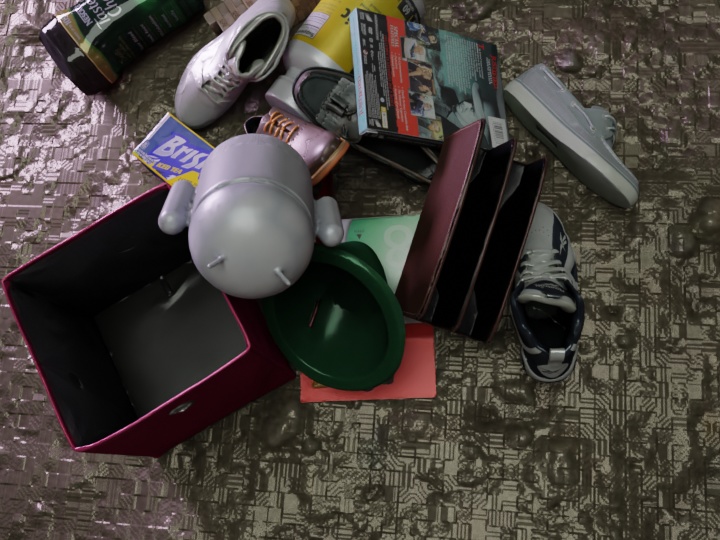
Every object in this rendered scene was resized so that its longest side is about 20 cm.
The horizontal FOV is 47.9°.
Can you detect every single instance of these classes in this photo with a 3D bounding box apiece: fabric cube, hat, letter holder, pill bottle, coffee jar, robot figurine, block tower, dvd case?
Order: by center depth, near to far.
[{"bbox_3d":[-0.100,-0.052,0.756,0.168,0.114,0.201,1,34,-6],"label":"robot figurine"},{"bbox_3d":[0.117,-0.036,0.819,0.100,0.142,0.202,19,87,-8],"label":"letter holder"},{"bbox_3d":[-0.211,0.065,0.856,0.195,0.199,0.201,-30,73,-1],"label":"fabric cube"},{"bbox_3d":[0.000,0.000,0.884,0.164,0.202,0.176,7,32,23],"label":"hat"},{"bbox_3d":[0.081,-0.207,0.913,0.198,0.022,0.148,3,73,-30],"label":"dvd case"},{"bbox_3d":[-0.022,-0.258,0.956,0.111,0.111,0.201,35,84,15],"label":"pill bottle"},{"bbox_3d":[-0.095,-0.345,1.019,0.199,0.054,0.058,-34,73,0],"label":"block tower"},{"bbox_3d":[-0.303,-0.319,1.027,0.200,0.085,0.104,-41,74,-3],"label":"coffee jar"}]

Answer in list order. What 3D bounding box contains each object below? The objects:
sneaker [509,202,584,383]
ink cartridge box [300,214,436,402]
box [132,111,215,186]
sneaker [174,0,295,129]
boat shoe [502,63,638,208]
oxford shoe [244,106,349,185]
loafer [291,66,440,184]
[{"bbox_3d":[0.193,0.011,0.844,0.079,0.130,0.201,3,76,7],"label":"sneaker"},{"bbox_3d":[0.003,0.041,0.909,0.159,0.050,0.202,-3,73,8],"label":"ink cartridge box"},{"bbox_3d":[-0.172,-0.100,0.945,0.199,0.064,0.070,37,83,26],"label":"box"},{"bbox_3d":[-0.155,-0.235,0.943,0.074,0.116,0.200,38,109,-19],"label":"sneaker"},{"bbox_3d":[0.249,-0.159,0.911,0.071,0.070,0.201,-41,71,0],"label":"boat shoe"},{"bbox_3d":[-0.079,-0.138,0.891,0.073,0.200,0.071,45,76,-27],"label":"oxford shoe"},{"bbox_3d":[0.017,-0.159,0.897,0.199,0.063,0.072,30,101,-21],"label":"loafer"}]
